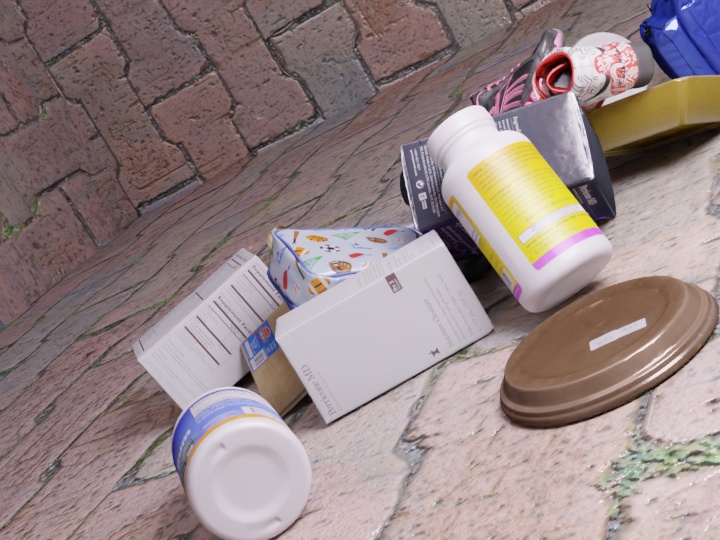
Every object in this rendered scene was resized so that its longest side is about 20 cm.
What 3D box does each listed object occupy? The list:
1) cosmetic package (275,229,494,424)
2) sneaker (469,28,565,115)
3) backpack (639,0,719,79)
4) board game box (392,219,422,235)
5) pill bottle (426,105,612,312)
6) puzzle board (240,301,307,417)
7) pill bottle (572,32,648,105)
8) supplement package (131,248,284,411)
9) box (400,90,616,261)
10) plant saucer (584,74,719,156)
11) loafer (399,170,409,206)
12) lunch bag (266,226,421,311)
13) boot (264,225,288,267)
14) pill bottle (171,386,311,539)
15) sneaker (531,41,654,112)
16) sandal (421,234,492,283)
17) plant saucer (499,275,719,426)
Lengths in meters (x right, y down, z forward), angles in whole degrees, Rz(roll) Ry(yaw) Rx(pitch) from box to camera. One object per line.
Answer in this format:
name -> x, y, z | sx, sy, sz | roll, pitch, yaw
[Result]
cosmetic package -> 0.021, 0.057, 1.219 | 0.200, 0.113, 0.081 | -32, 13, 2
sneaker -> 0.185, -0.215, 1.458 | 0.200, 0.095, 0.079 | -64, -18, 5
backpack -> 0.463, -0.338, 1.578 | 0.168, 0.163, 0.200 | -31, 14, 13
board game box -> 0.030, -0.034, 1.584 | 0.200, 0.034, 0.134 | -21, 4, -38
pill bottle -> 0.149, -0.065, 1.151 | 0.104, 0.200, 0.104 | -30, -20, -12
puzzle board -> -0.067, 0.082, 1.387 | 0.151, 0.017, 0.200 | -45, 27, 4
pill bottle -> 0.297, -0.225, 1.562 | 0.113, 0.113, 0.200 | -35, -7, -16
supplement package -> -0.184, 0.080, 1.527 | 0.200, 0.110, 0.114 | -42, 15, -6
box -> 0.165, -0.098, 1.288 | 0.199, 0.105, 0.148 | -16, -19, 19
plant saucer -> 0.348, -0.176, 1.378 | 0.200, 0.049, 0.200 | -12, -4, -44
loafer -> 0.135, -0.120, 1.578 | 0.072, 0.073, 0.200 | -13, 14, -31
lunch bag -> 0.000, 0.000, 1.342 | 0.199, 0.076, 0.160 | -1, 22, -24
boot -> -0.136, 0.020, 1.657 | 0.154, 0.072, 0.200 | -33, -20, 0
pill bottle -> -0.119, 0.172, 1.103 | 0.112, 0.112, 0.200 | -33, 13, -10
sneaker -> 0.233, -0.211, 1.321 | 0.108, 0.067, 0.201 | -8, -2, -18
sandal -> 0.122, -0.023, 1.464 | 0.076, 0.043, 0.200 | -37, 22, 6
plant saucer -> 0.202, 0.061, 0.989 | 0.200, 0.030, 0.200 | -28, 14, 7
